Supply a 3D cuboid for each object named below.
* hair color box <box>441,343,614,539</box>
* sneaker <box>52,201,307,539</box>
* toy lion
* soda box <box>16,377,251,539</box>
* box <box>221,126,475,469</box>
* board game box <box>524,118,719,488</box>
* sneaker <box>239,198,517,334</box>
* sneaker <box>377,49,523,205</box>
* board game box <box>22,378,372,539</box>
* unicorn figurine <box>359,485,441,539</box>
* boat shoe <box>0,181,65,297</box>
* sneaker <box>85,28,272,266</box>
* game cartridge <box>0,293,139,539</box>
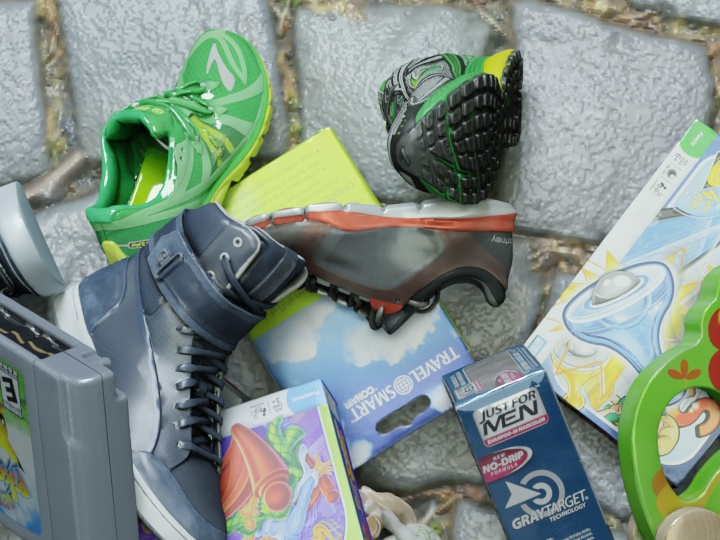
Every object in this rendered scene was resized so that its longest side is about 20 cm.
[{"bbox_3d":[0.116,0.152,1.029,0.060,0.100,0.200,-23,97,0],"label":"hair color box"},{"bbox_3d":[-0.085,0.055,0.968,0.146,0.077,0.203,-33,61,11],"label":"sneaker"},{"bbox_3d":[0.252,0.078,1.043,0.199,0.069,0.192,-13,92,-11],"label":"toy lion"},{"bbox_3d":[-0.153,0.146,1.087,0.063,0.068,0.200,37,86,10],"label":"soda box"},{"bbox_3d":[-0.017,0.022,1.104,0.122,0.048,0.200,-32,82,-1],"label":"box"},{"bbox_3d":[0.211,0.022,1.095,0.135,0.034,0.200,37,87,7],"label":"board game box"},{"bbox_3d":[0.000,0.000,1.047,0.199,0.077,0.082,-4,88,3],"label":"sneaker"},{"bbox_3d":[0.047,-0.090,1.051,0.085,0.200,0.078,2,105,14],"label":"sneaker"},{"bbox_3d":[-0.096,0.161,1.001,0.199,0.045,0.135,-19,62,4],"label":"board game box"},{"bbox_3d":[0.040,0.225,1.046,0.074,0.137,0.201,-15,67,22],"label":"unicorn figurine"},{"bbox_3d":[-0.239,-0.005,1.044,0.091,0.200,0.071,-24,97,-10],"label":"boat shoe"},{"bbox_3d":[-0.115,-0.086,1.081,0.074,0.084,0.200,-1,52,29],"label":"sneaker"},{"bbox_3d":[-0.197,0.084,0.958,0.040,0.200,0.134,-25,123,-35],"label":"game cartridge"}]
